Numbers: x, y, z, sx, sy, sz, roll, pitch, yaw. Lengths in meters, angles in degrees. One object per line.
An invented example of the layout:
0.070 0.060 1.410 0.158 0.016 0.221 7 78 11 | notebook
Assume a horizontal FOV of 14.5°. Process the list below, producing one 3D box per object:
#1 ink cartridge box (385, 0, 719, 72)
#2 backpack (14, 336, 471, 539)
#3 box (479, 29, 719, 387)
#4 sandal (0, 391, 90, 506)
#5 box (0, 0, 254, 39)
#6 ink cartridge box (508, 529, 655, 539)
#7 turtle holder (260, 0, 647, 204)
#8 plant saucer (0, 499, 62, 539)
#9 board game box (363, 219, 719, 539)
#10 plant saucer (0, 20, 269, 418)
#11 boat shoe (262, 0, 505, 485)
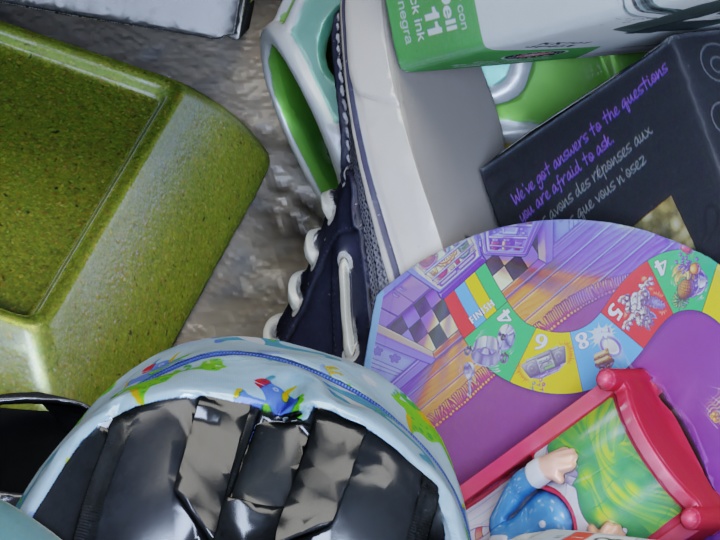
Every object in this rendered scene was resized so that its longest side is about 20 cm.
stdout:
0.119 -0.118 0.858 0.146 0.200 0.083 -7 89 -35 | ink cartridge box
-0.044 0.117 0.774 0.163 0.200 0.154 15 20 4 | backpack
0.141 0.032 0.895 0.122 0.106 0.200 -8 74 -38 | box
-0.109 0.063 0.891 0.200 0.043 0.076 -6 45 7 | sandal
-0.135 -0.121 1.026 0.199 0.048 0.193 10 4 -3 | box
0.127 0.163 0.765 0.199 0.163 0.050 7 2 15 | ink cartridge box
0.045 -0.057 1.029 0.131 0.141 0.186 -22 91 -12 | turtle holder
-0.131 0.152 0.729 0.200 0.200 0.027 36 14 22 | plant saucer
0.053 0.084 0.831 0.158 0.201 0.039 11 3 29 | board game box
-0.151 -0.029 1.001 0.200 0.048 0.200 19 44 6 | plant saucer
0.000 0.000 0.930 0.075 0.093 0.201 20 54 -54 | boat shoe
